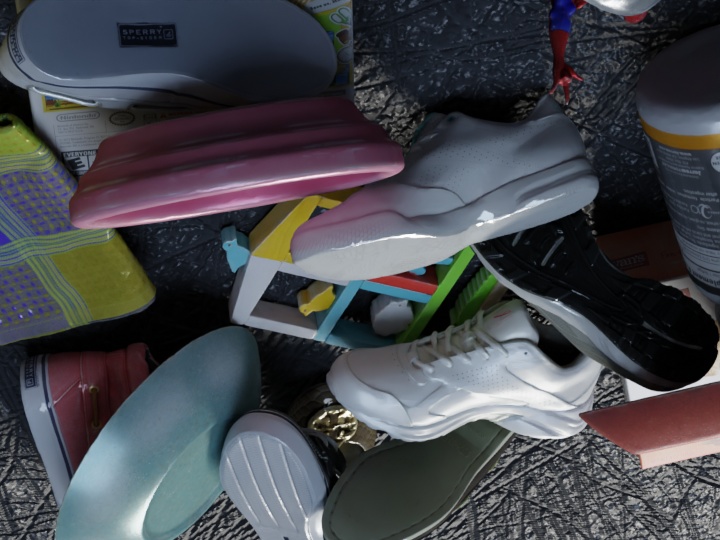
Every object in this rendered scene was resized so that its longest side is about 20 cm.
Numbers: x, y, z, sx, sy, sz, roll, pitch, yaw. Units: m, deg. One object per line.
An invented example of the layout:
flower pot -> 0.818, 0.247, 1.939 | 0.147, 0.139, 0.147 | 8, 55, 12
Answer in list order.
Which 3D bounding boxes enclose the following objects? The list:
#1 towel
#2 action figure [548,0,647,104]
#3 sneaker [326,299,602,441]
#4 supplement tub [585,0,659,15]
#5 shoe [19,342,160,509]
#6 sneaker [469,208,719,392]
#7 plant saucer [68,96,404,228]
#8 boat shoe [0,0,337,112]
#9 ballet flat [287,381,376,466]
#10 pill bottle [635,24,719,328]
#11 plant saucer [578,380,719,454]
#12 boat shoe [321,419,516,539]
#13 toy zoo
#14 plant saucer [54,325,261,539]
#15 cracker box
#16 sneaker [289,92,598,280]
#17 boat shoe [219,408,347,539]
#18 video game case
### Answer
towel -> -0.230, -0.023, 1.722 | 0.144, 0.023, 0.200 | -11, 139, 19
action figure -> 0.098, -0.175, 1.582 | 0.200, 0.099, 0.065 | 24, 142, -34
sneaker -> 0.074, 0.057, 1.825 | 0.200, 0.078, 0.099 | -1, 132, -25
supplement tub -> 0.183, -0.245, 1.502 | 0.122, 0.123, 0.200 | 27, 127, -33
shoe -> -0.167, 0.129, 1.879 | 0.091, 0.071, 0.200 | -10, 134, 5
sneaker -> 0.138, 0.013, 1.756 | 0.074, 0.200, 0.079 | -47, 173, -18
plant saucer -> -0.076, -0.065, 1.607 | 0.200, 0.051, 0.201 | -9, 178, 0
boat shoe -> -0.115, -0.129, 1.592 | 0.200, 0.074, 0.065 | 6, 166, -23
ballet flat -> -0.023, 0.154, 1.951 | 0.067, 0.046, 0.200 | -2, 137, -9
pill bottle -> 0.250, -0.047, 1.700 | 0.116, 0.116, 0.200 | -17, 121, 8
plant saucer -> 0.276, 0.078, 1.730 | 0.200, 0.037, 0.200 | -8, 173, -46
boat shoe -> 0.044, 0.143, 1.871 | 0.201, 0.072, 0.061 | -39, 161, -34
toy zoo -> 0.000, 0.000, 1.808 | 0.200, 0.020, 0.131 | 13, 133, -24
plant saucer -> -0.123, 0.130, 1.820 | 0.201, 0.039, 0.201 | -44, 158, -23
cracker box -> 0.244, 0.045, 1.875 | 0.134, 0.058, 0.200 | -13, 137, 3
sneaker -> 0.044, -0.056, 1.704 | 0.200, 0.089, 0.075 | -16, 164, -11
boat shoe -> -0.046, 0.141, 1.859 | 0.072, 0.071, 0.200 | 12, 149, 18
video game case -> -0.104, -0.126, 1.653 | 0.200, 0.023, 0.182 | -5, 138, -4
